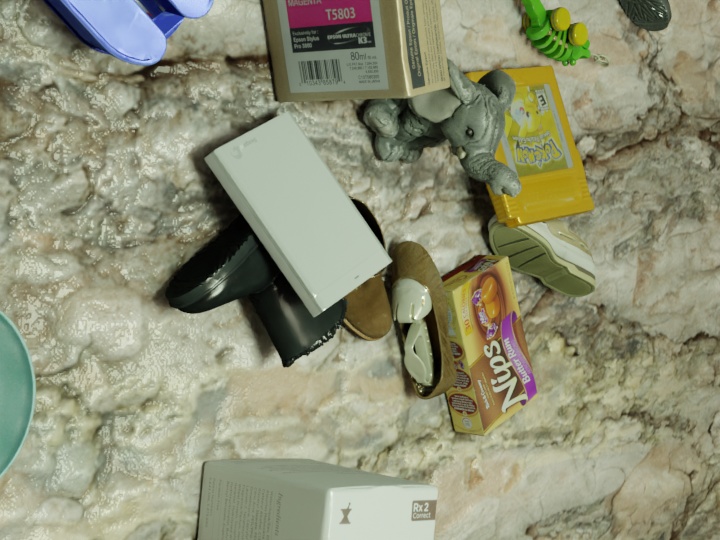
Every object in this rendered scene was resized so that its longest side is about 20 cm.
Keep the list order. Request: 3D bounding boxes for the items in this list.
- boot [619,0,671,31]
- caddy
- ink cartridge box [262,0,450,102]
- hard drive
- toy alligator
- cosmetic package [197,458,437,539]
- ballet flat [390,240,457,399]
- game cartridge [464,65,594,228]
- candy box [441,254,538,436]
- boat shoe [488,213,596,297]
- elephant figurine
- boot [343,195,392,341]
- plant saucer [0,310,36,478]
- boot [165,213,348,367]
[{"bbox_3d":[0.419,-0.466,2.049,0.165,0.066,0.200,46,57,-39],"label":"boot"},{"bbox_3d":[-0.235,-0.289,1.371,0.141,0.105,0.200,-45,126,-5],"label":"caddy"},{"bbox_3d":[-0.010,-0.265,1.528,0.075,0.200,0.165,-21,107,-43],"label":"ink cartridge box"},{"bbox_3d":[-0.063,-0.063,1.535,0.200,0.026,0.132,56,43,-1],"label":"hard drive"},{"bbox_3d":[0.269,-0.296,1.907,0.200,0.059,0.054,29,73,-43],"label":"toy alligator"},{"bbox_3d":[-0.049,0.294,1.534,0.165,0.200,0.165,6,89,-45],"label":"cosmetic package"},{"bbox_3d":[0.069,0.067,1.727,0.072,0.068,0.200,-44,129,-54],"label":"ballet flat"},{"bbox_3d":[0.213,-0.160,1.842,0.176,0.032,0.200,-13,83,-44],"label":"game cartridge"},{"bbox_3d":[0.152,0.094,1.825,0.117,0.056,0.200,-29,112,-40],"label":"candy box"},{"bbox_3d":[0.236,-0.034,1.896,0.200,0.075,0.068,33,50,-40],"label":"boat shoe"},{"bbox_3d":[0.115,-0.183,1.661,0.142,0.200,0.155,-43,122,-34],"label":"elephant figurine"},{"bbox_3d":[0.000,0.000,1.650,0.074,0.075,0.200,-45,124,-36],"label":"boot"},{"bbox_3d":[-0.386,0.116,1.296,0.200,0.036,0.200,-5,97,-46],"label":"plant saucer"},{"bbox_3d":[-0.104,0.031,1.546,0.198,0.073,0.163,-48,121,-39],"label":"boot"}]
